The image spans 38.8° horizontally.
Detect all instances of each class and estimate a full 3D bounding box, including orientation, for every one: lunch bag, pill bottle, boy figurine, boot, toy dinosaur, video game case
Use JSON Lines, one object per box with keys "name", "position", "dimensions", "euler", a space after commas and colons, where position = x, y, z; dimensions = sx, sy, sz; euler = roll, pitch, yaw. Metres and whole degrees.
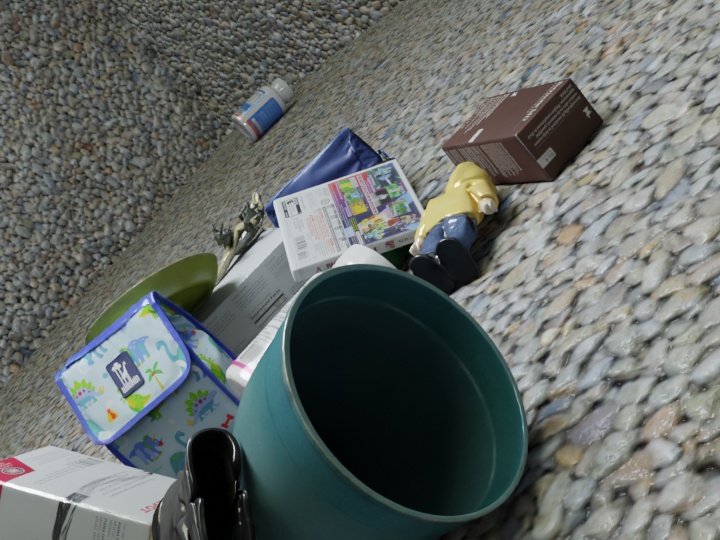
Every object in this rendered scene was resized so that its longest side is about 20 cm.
{"name": "lunch bag", "position": [-0.244, 0.145, 1.243], "dimensions": [0.170, 0.200, 0.128], "euler": [-39, 16, 10]}
{"name": "pill bottle", "position": [-0.306, -0.515, 3.256], "dimensions": [0.200, 0.112, 0.112], "euler": [-45, 16, -12]}
{"name": "lunch bag", "position": [-0.028, -0.104, 1.499], "dimensions": [0.200, 0.132, 0.136], "euler": [-44, 0, -1]}
{"name": "pill bottle", "position": [-0.038, 0.075, 1.085], "dimensions": [0.200, 0.113, 0.113], "euler": [-48, 17, -17]}
{"name": "boy figurine", "position": [0.108, -0.055, 1.162], "dimensions": [0.124, 0.064, 0.200], "euler": [-33, 18, 32]}
{"name": "boot", "position": [-0.101, 0.222, 0.704], "dimensions": [0.069, 0.201, 0.132], "euler": [-9, -27, -27]}
{"name": "toy dinosaur", "position": [-0.176, -0.048, 1.436], "dimensions": [0.200, 0.047, 0.088], "euler": [-58, -10, -34]}
{"name": "video game case", "position": [-0.015, -0.069, 1.320], "dimensions": [0.181, 0.023, 0.200], "euler": [-19, 31, -1]}

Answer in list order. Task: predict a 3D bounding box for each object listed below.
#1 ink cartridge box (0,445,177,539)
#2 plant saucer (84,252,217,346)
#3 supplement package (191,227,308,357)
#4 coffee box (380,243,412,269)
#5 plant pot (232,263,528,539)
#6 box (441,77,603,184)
{"name": "ink cartridge box", "position": [-0.252, 0.237, 0.963], "dimensions": [0.145, 0.199, 0.084], "euler": [2, -81, -74]}
{"name": "plant saucer", "position": [-0.259, 0.050, 1.313], "dimensions": [0.200, 0.031, 0.200], "euler": [-37, -10, -8]}
{"name": "supplement package", "position": [-0.146, 0.048, 1.421], "dimensions": [0.200, 0.111, 0.156], "euler": [-46, 16, -13]}
{"name": "coffee box", "position": [0.000, 0.000, 1.312], "dimensions": [0.123, 0.044, 0.200], "euler": [-28, 21, 37]}
{"name": "plant pot", "position": [-0.010, 0.130, 0.763], "dimensions": [0.188, 0.200, 0.200], "euler": [-48, 8, 41]}
{"name": "box", "position": [0.188, -0.161, 1.227], "dimensions": [0.100, 0.075, 0.200], "euler": [-46, 18, -14]}
